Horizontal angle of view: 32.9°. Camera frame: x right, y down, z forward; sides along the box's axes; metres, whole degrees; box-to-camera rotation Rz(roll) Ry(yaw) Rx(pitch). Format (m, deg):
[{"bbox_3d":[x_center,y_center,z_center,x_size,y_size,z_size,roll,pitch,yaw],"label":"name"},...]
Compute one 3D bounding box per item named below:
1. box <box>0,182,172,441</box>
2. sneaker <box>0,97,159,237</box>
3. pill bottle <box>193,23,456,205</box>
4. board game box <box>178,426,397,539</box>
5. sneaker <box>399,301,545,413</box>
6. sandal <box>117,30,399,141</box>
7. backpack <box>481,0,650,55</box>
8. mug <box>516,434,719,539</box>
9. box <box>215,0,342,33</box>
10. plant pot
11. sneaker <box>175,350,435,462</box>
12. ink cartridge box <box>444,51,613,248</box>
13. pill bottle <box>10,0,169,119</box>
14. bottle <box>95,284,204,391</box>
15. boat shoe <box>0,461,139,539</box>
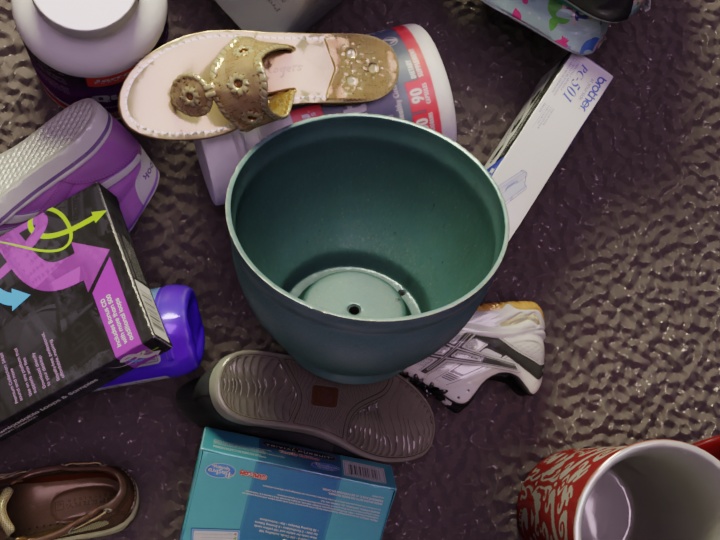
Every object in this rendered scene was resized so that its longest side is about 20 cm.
[{"bbox_3d":[-0.253,0.041,0.908,0.200,0.036,0.143,-30,64,7],"label":"box"},{"bbox_3d":[-0.253,-0.043,0.975,0.200,0.114,0.073,-26,46,16],"label":"sneaker"},{"bbox_3d":[-0.034,-0.120,0.991,0.200,0.120,0.120,-16,86,-9],"label":"pill bottle"},{"bbox_3d":[-0.071,0.235,0.948,0.151,0.047,0.200,13,103,-7],"label":"board game box"},{"bbox_3d":[0.059,0.075,1.004,0.200,0.076,0.088,-4,84,-8],"label":"sneaker"},{"bbox_3d":[-0.067,-0.142,0.878,0.211,0.070,0.078,-10,94,-16],"label":"sandal"},{"bbox_3d":[0.176,-0.282,1.012,0.177,0.151,0.200,32,40,7],"label":"backpack"},{"bbox_3d":[0.220,0.196,0.950,0.177,0.200,0.134,-3,83,-9],"label":"mug"},{"bbox_3d":[-0.051,-0.323,0.962,0.199,0.171,0.200,47,60,-1],"label":"box"},{"bbox_3d":[0.000,0.000,0.902,0.200,0.134,0.200,3,49,-4],"label":"plant pot"},{"bbox_3d":[-0.043,0.108,0.984,0.200,0.106,0.075,18,72,-25],"label":"sneaker"},{"bbox_3d":[0.131,-0.083,1.023,0.044,0.094,0.200,34,80,-3],"label":"ink cartridge box"},{"bbox_3d":[-0.203,-0.189,0.933,0.112,0.200,0.113,1,84,-8],"label":"pill bottle"},{"bbox_3d":[-0.225,0.061,0.959,0.200,0.084,0.065,-10,110,3],"label":"bottle"},{"bbox_3d":[-0.274,0.185,0.938,0.202,0.075,0.075,-15,72,-12],"label":"boat shoe"}]
